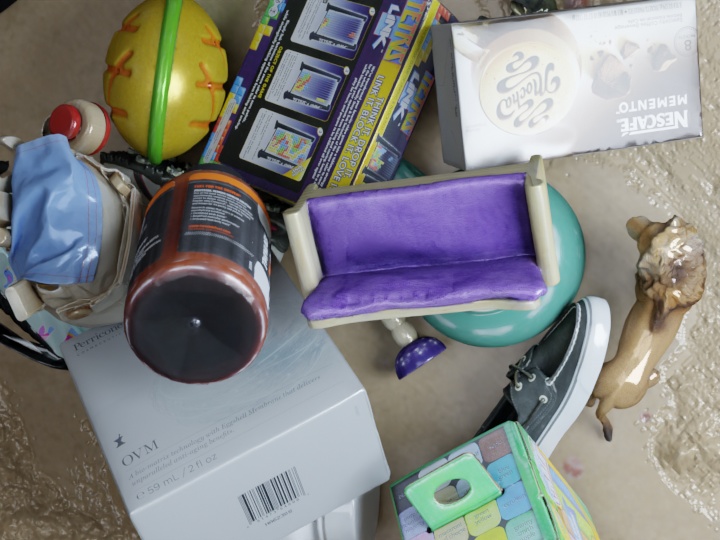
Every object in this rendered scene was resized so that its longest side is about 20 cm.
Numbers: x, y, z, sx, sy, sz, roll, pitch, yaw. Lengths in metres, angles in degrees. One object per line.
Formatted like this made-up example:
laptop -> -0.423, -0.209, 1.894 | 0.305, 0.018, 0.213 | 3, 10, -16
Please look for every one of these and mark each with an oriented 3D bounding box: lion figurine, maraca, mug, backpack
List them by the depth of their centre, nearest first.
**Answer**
lion figurine -> 0.228, 0.053, 0.947 | 0.072, 0.122, 0.202 | 16, 96, 14
mug -> 0.094, -0.014, 0.985 | 0.183, 0.114, 0.154 | 6, 93, 14
maraca -> -0.168, -0.190, 1.030 | 0.106, 0.137, 0.202 | 9, 69, -11
backpack -> -0.287, -0.003, 1.070 | 0.127, 0.167, 0.200 | -44, 87, 7

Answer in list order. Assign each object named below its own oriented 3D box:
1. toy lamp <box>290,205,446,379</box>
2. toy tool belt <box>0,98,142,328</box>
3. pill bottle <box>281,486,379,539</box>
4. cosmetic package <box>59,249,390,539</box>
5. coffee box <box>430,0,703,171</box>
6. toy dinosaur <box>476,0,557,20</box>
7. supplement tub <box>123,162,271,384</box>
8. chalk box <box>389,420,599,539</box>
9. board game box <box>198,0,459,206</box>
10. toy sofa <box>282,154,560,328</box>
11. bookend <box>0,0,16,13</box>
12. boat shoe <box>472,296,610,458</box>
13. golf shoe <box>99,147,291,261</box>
toy lamp -> 0.000, 0.000, 1.042 | 0.058, 0.058, 0.201 | -33, 84, 13
toy tool belt -> -0.244, -0.054, 0.939 | 0.124, 0.123, 0.202 | -16, 76, 26
pill bottle -> -0.088, 0.198, 1.041 | 0.198, 0.113, 0.115 | 0, 92, 15
cosmetic package -> -0.113, 0.114, 0.963 | 0.198, 0.124, 0.200 | -27, 45, -12
coffee box -> 0.164, -0.151, 0.935 | 0.198, 0.080, 0.114 | -8, 102, -8
toy dinosaur -> 0.133, -0.229, 1.004 | 0.087, 0.047, 0.202 | -3, 89, -3
supplement tub -> -0.121, -0.009, 0.910 | 0.106, 0.201, 0.108 | -1, 122, -2
chalk box -> 0.109, 0.217, 0.931 | 0.124, 0.200, 0.124 | -30, 41, 14
board game box -> -0.029, -0.151, 1.005 | 0.164, 0.057, 0.202 | 24, 89, 32
toy sofa -> 0.046, -0.022, 0.877 | 0.198, 0.098, 0.084 | -6, 114, 16
bookend -> -0.385, -0.354, 1.114 | 0.199, 0.092, 0.200 | -31, 84, 13
boat shoe -> 0.144, 0.105, 0.970 | 0.056, 0.069, 0.201 | 16, 119, -12
golf shoe -> -0.160, -0.051, 1.074 | 0.198, 0.077, 0.089 | 24, 105, 13
